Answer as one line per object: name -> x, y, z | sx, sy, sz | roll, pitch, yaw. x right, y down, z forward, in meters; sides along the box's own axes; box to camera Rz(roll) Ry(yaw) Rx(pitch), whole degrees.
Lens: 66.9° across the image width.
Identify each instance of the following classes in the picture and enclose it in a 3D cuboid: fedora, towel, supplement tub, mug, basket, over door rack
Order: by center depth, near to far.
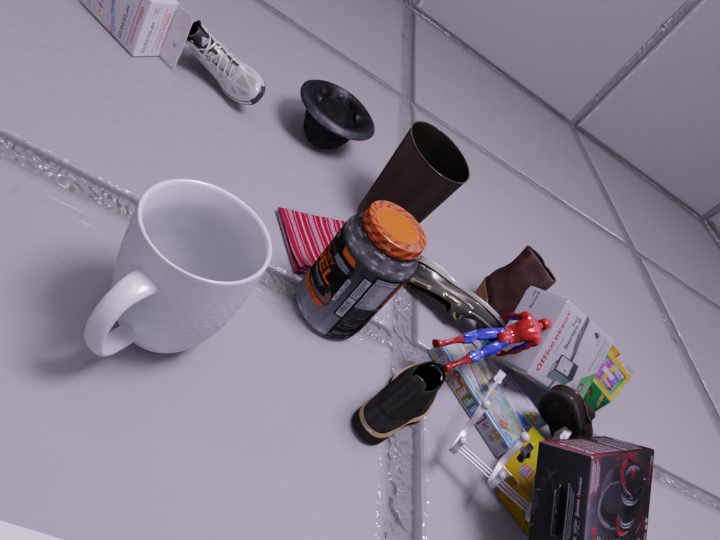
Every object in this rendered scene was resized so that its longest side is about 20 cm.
mug -> -0.215, 0.020, 0.601 | 0.148, 0.175, 0.200 | 42, 36, 2
over door rack -> 0.230, 0.239, 0.794 | 0.148, 0.067, 0.200 | 41, 37, 10
supplement tub -> 0.000, 0.000, 0.800 | 0.122, 0.200, 0.123 | 25, 38, -21
towel -> -0.043, -0.043, 0.961 | 0.200, 0.022, 0.145 | 9, 45, -37
basket -> 0.094, -0.159, 1.057 | 0.136, 0.200, 0.181 | 25, 39, -22
fedora -> -0.064, -0.319, 1.175 | 0.200, 0.092, 0.201 | 25, 39, -21

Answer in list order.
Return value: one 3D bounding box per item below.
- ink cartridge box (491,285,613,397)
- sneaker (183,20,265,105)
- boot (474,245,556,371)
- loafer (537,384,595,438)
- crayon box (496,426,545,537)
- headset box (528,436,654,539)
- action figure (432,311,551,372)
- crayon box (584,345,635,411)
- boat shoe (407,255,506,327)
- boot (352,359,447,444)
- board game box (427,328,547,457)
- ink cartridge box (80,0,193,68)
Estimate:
ink cartridge box -> 0.344, 0.138, 0.969 | 0.200, 0.146, 0.084 | 32, -4, -38
sneaker -> -0.276, -0.401, 1.048 | 0.200, 0.076, 0.115 | 43, 7, 18
boot -> 0.299, 0.070, 1.029 | 0.072, 0.166, 0.200 | 17, 41, -37
loafer -> 0.347, 0.237, 0.904 | 0.073, 0.200, 0.071 | 25, 66, 38
crayon box -> 0.289, 0.352, 0.820 | 0.127, 0.051, 0.200 | -20, 67, -48
headset box -> 0.294, 0.299, 0.701 | 0.200, 0.075, 0.149 | 13, 83, -39
action figure -> 0.209, 0.112, 0.880 | 0.199, 0.099, 0.065 | -14, 81, -12
crayon box -> 0.498, 0.210, 1.160 | 0.200, 0.058, 0.119 | -14, 62, -49
boat shoe -> 0.175, 0.055, 1.012 | 0.202, 0.060, 0.072 | 38, -5, 6
boot -> 0.092, 0.159, 0.770 | 0.077, 0.138, 0.200 | 47, 35, 9
board game box -> 0.218, 0.200, 0.932 | 0.134, 0.034, 0.200 | -7, 57, -46
ink cartridge box -> -0.412, -0.479, 1.002 | 0.200, 0.115, 0.068 | 46, 36, 7
